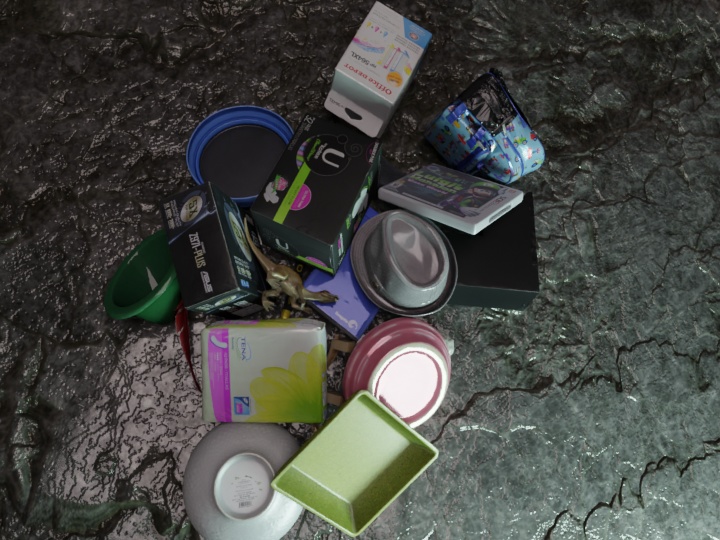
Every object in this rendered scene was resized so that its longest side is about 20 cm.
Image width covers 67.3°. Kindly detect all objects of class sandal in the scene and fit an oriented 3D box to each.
[{"bbox_3d":[0.045,-0.167,1.020,0.198,0.043,0.077,34,47,-9],"label":"sandal"}]

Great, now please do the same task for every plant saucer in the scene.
[{"bbox_3d":[-0.008,0.289,0.835,0.200,0.048,0.200,-45,118,4],"label":"plant saucer"},{"bbox_3d":[0.069,0.181,0.883,0.196,0.051,0.206,-7,108,-22],"label":"plant saucer"}]

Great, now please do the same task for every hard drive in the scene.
[{"bbox_3d":[0.000,0.000,0.937,0.131,0.025,0.201,36,72,0],"label":"hard drive"}]

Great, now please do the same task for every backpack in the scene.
[{"bbox_3d":[0.237,-0.241,1.017,0.134,0.182,0.201,-42,98,-9],"label":"backpack"}]

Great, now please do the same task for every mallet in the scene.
[{"bbox_3d":[-0.120,0.081,0.933,0.065,0.041,0.203,23,69,-2],"label":"mallet"}]

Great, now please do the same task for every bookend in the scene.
[{"bbox_3d":[0.215,-0.043,0.998,0.195,0.093,0.203,4,66,-1],"label":"bookend"}]

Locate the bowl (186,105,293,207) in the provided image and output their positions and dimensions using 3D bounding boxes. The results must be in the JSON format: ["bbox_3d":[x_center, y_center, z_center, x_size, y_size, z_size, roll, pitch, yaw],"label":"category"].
[{"bbox_3d":[-0.209,-0.204,0.969,0.195,0.040,0.205,1,65,-2],"label":"bowl"}]

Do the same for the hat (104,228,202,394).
[{"bbox_3d":[-0.306,0.060,0.904,0.177,0.163,0.203,51,57,-42],"label":"hat"}]

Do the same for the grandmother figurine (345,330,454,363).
[{"bbox_3d":[0.074,0.147,0.942,0.196,0.060,0.124,-13,99,-17],"label":"grandmother figurine"}]

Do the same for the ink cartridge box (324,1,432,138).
[{"bbox_3d":[0.029,-0.369,1.032,0.127,0.125,0.203,28,71,-2],"label":"ink cartridge box"}]

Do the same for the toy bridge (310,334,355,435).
[{"bbox_3d":[-0.054,0.207,0.894,0.066,0.027,0.205,7,87,31],"label":"toy bridge"}]

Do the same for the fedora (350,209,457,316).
[{"bbox_3d":[0.076,-0.028,0.882,0.174,0.091,0.203,-21,72,-11],"label":"fedora"}]

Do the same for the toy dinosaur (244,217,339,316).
[{"bbox_3d":[-0.127,0.014,0.852,0.199,0.102,0.058,39,115,-13],"label":"toy dinosaur"}]

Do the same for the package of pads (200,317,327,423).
[{"bbox_3d":[-0.150,0.154,0.850,0.195,0.068,0.159,0,94,2],"label":"package of pads"}]

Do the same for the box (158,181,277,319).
[{"bbox_3d":[-0.215,-0.021,0.848,0.084,0.200,0.167,-19,78,4],"label":"box"}]

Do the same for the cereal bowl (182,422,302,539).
[{"bbox_3d":[-0.175,0.327,0.832,0.195,0.083,0.205,3,74,-11],"label":"cereal bowl"}]

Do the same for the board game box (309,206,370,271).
[{"bbox_3d":[-0.046,-0.077,0.984,0.151,0.040,0.202,-29,82,-16],"label":"board game box"}]

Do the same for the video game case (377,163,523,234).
[{"bbox_3d":[0.160,-0.134,0.955,0.198,0.024,0.181,25,37,32],"label":"video game case"}]

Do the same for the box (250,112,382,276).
[{"bbox_3d":[-0.066,-0.124,0.894,0.146,0.125,0.203,22,68,9],"label":"box"}]
